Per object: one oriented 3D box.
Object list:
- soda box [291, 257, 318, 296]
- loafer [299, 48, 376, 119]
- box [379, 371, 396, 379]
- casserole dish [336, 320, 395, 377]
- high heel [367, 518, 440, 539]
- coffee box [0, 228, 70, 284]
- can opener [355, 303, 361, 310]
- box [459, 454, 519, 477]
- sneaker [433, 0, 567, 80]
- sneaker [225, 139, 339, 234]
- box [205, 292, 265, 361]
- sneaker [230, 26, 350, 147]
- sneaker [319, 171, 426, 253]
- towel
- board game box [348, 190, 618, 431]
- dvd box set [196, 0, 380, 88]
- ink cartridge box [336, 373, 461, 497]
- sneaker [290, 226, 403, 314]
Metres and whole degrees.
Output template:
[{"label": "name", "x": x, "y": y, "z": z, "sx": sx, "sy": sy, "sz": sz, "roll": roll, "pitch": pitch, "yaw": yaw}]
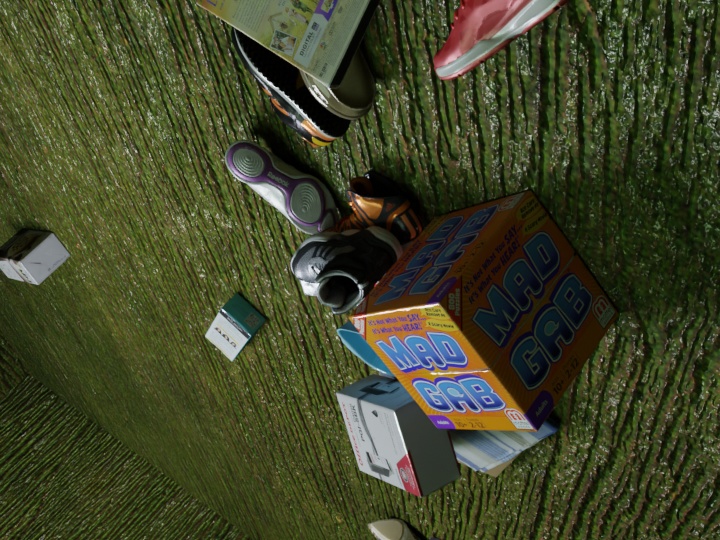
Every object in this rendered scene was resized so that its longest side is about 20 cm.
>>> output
[{"label": "soda box", "x": 0.000, "y": 0.000, "z": 1.478, "sx": 0.198, "sy": 0.064, "sz": 0.069, "roll": 4, "pitch": 129, "yaw": 34}, {"label": "loafer", "x": -0.040, "y": -0.267, "z": 1.180, "sx": 0.067, "sy": 0.076, "sz": 0.201, "roll": 1, "pitch": 131, "yaw": 57}, {"label": "box", "x": 0.096, "y": 0.134, "z": 1.603, "sx": 0.157, "sy": 0.051, "sz": 0.201, "roll": 30, "pitch": 151, "yaw": 26}, {"label": "casserole dish", "x": 0.048, "y": 0.120, "z": 1.529, "sx": 0.199, "sy": 0.039, "sz": 0.121, "roll": 9, "pitch": 148, "yaw": 51}, {"label": "high heel", "x": 0.110, "y": 0.644, "z": 2.293, "sx": 0.198, "sy": 0.072, "sz": 0.144, "roll": 11, "pitch": 134, "yaw": 33}, {"label": "coffee box", "x": -0.840, "y": -0.037, "z": 2.556, "sx": 0.199, "sy": 0.113, "sz": 0.080, "roll": 6, "pitch": 136, "yaw": 49}, {"label": "can opener", "x": 0.086, "y": 0.058, "z": 1.359, "sx": 0.053, "sy": 0.198, "sz": 0.068, "roll": -15, "pitch": 88, "yaw": 54}, {"label": "box", "x": 0.162, "y": 0.270, "z": 1.650, "sx": 0.198, "sy": 0.021, "sz": 0.164, "roll": 21, "pitch": 145, "yaw": -3}, {"label": "sneaker", "x": 0.120, "y": -0.274, "z": 0.978, "sx": 0.199, "sy": 0.078, "sz": 0.116, "roll": -27, "pitch": 100, "yaw": 49}, {"label": "sneaker", "x": -0.112, "y": -0.130, "z": 1.507, "sx": 0.199, "sy": 0.075, "sz": 0.100, "roll": 39, "pitch": -176, "yaw": -9}, {"label": "box", "x": -0.259, "y": 0.118, "z": 2.063, "sx": 0.082, "sy": 0.049, "sz": 0.200, "roll": 43, "pitch": 153, "yaw": 0}, {"label": "sneaker", "x": -0.105, "y": -0.239, "z": 1.315, "sx": 0.200, "sy": 0.070, "sz": 0.090, "roll": 46, "pitch": 150, "yaw": -10}, {"label": "sneaker", "x": 0.000, "y": -0.080, "z": 1.411, "sx": 0.198, "sy": 0.078, "sz": 0.113, "roll": -7, "pitch": 122, "yaw": 41}, {"label": "towel", "x": 0.196, "y": 0.244, "z": 1.564, "sx": 0.146, "sy": 0.024, "sz": 0.200, "roll": 33, "pitch": 137, "yaw": -15}, {"label": "board game box", "x": 0.151, "y": 0.056, "z": 1.249, "sx": 0.200, "sy": 0.200, "sz": 0.199, "roll": 51, "pitch": 151, "yaw": -16}, {"label": "dvd box set", "x": -0.076, "y": -0.315, "z": 1.117, "sx": 0.199, "sy": 0.029, "sz": 0.147, "roll": 33, "pitch": 110, "yaw": 17}, {"label": "ink cartridge box", "x": 0.056, "y": 0.254, "z": 1.576, "sx": 0.199, "sy": 0.082, "sz": 0.149, "roll": 2, "pitch": 112, "yaw": 62}, {"label": "sneaker", "x": -0.042, "y": 0.003, "z": 1.371, "sx": 0.199, "sy": 0.114, "sz": 0.076, "roll": -11, "pitch": 120, "yaw": 43}]
